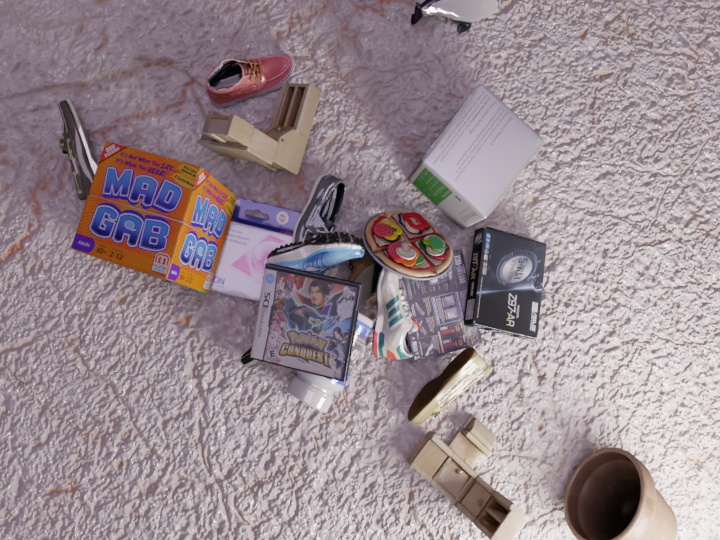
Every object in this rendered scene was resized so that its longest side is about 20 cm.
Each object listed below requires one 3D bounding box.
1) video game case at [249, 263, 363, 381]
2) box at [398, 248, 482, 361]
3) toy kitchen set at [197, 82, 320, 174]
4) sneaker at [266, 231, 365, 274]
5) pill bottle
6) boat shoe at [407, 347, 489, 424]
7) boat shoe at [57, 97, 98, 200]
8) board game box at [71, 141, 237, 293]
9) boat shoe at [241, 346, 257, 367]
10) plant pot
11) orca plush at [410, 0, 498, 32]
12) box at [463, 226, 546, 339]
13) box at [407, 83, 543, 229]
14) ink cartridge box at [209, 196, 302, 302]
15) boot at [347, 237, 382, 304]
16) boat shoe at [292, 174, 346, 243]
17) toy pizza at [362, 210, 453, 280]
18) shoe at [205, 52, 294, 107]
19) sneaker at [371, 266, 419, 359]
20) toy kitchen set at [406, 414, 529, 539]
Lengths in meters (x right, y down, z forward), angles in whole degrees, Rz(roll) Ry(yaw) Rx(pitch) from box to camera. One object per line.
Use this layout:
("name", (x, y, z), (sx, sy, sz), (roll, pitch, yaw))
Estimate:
("video game case", (-0.104, 0.097, 1.292), (0.194, 0.025, 0.187), (11, 93, 13))
("box", (0.157, 0.071, 1.423), (0.153, 0.050, 0.206), (-13, 87, -7))
("toy kitchen set", (-0.220, -0.317, 1.368), (0.160, 0.198, 0.186), (13, 84, 38))
("sneaker", (-0.083, -0.016, 1.351), (0.194, 0.079, 0.092), (-12, 108, 6))
("pill bottle", (-0.063, 0.169, 1.362), (0.112, 0.114, 0.204), (26, 84, -3))
("boat shoe", (0.178, 0.248, 1.391), (0.063, 0.074, 0.200), (42, 101, -15))
("boat shoe", (-0.569, -0.244, 1.368), (0.059, 0.072, 0.207), (-21, 91, -12))
("board game box", (-0.379, -0.093, 1.288), (0.194, 0.200, 0.206), (15, 84, 11))
("boat shoe", (-0.172, 0.111, 1.364), (0.198, 0.075, 0.067), (-38, 99, 7))
("plant pot", (0.540, 0.486, 1.370), (0.172, 0.199, 0.204), (32, 83, -19))
("orca plush", (0.198, -0.578, 1.487), (0.195, 0.072, 0.107), (-21, 132, -3))
("box", (0.302, 0.028, 1.417), (0.156, 0.043, 0.206), (14, 78, -19))
("box", (0.225, -0.221, 1.379), (0.170, 0.199, 0.202), (39, 85, -1))
("ink cartridge box", (-0.231, -0.045, 1.400), (0.190, 0.043, 0.206), (12, 86, -4))
("boot", (0.000, 0.000, 1.371), (0.074, 0.075, 0.201), (16, 43, 22))
("boat shoe", (-0.083, -0.099, 1.395), (0.061, 0.072, 0.205), (11, 79, 41))
("toy pizza", (0.099, -0.060, 1.376), (0.194, 0.032, 0.203), (12, 42, -10))
("shoe", (-0.225, -0.402, 1.404), (0.196, 0.091, 0.073), (-25, 88, -7))
("sneaker", (0.078, 0.080, 1.367), (0.091, 0.070, 0.207), (8, 97, 16))
("toy kitchen set", (0.229, 0.392, 1.338), (0.199, 0.180, 0.164), (41, 82, -5))
